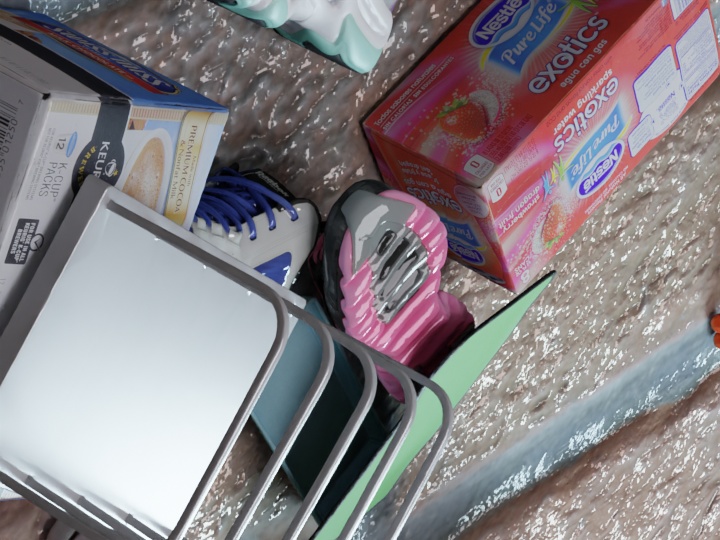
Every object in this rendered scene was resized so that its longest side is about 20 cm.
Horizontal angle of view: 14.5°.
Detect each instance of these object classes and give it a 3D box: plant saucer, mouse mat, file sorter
[{"bbox_3d":[-0.029,0.082,1.617,0.070,0.019,0.200,-52,154,-14],"label":"plant saucer"},{"bbox_3d":[0.034,0.089,1.640,0.200,0.008,0.161,-55,170,27],"label":"mouse mat"},{"bbox_3d":[-0.063,0.070,1.269,0.139,0.124,0.200,-61,151,-2],"label":"file sorter"}]

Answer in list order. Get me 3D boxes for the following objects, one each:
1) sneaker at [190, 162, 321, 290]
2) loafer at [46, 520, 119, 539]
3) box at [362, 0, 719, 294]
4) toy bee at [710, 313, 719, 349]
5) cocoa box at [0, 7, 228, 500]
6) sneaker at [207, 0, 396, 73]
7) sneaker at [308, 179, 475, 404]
[{"bbox_3d":[-0.086,-0.017,1.459,0.115,0.080,0.200,-56,152,-14],"label":"sneaker"},{"bbox_3d":[-0.130,0.215,1.565,0.072,0.063,0.201,-36,138,-30],"label":"loafer"},{"bbox_3d":[0.108,-0.100,1.622,0.200,0.094,0.103,-47,143,-19],"label":"box"},{"bbox_3d":[0.303,0.024,1.971,0.200,0.108,0.132,-52,144,-58],"label":"toy bee"},{"bbox_3d":[-0.173,-0.010,1.293,0.131,0.133,0.201,1,112,-54],"label":"cocoa box"},{"bbox_3d":[-0.027,-0.189,1.415,0.141,0.077,0.200,-65,155,3],"label":"sneaker"},{"bbox_3d":[0.000,0.000,1.549,0.079,0.095,0.200,-43,155,-12],"label":"sneaker"}]
